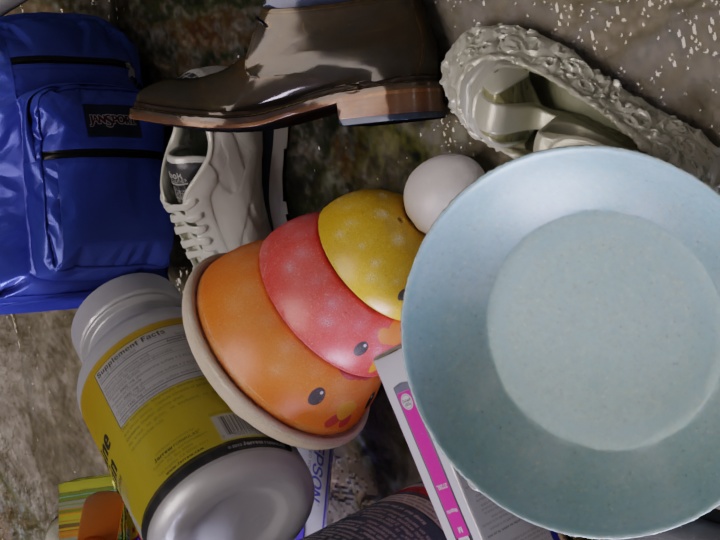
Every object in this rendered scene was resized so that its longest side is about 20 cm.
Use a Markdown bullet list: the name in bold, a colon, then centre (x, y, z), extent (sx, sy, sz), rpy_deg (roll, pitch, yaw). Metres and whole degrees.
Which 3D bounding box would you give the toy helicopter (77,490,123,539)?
- **toy helicopter**: centre (-0.144, 0.222, 1.061), extent (0.200, 0.078, 0.133), rpy_deg (-144, 40, -64)

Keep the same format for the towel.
- **towel**: centre (-0.187, 0.246, 1.220), extent (0.086, 0.018, 0.201), rpy_deg (-15, 75, 51)

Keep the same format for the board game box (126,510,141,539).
- **board game box**: centre (-0.138, 0.222, 1.214), extent (0.199, 0.045, 0.135), rpy_deg (-4, 82, 47)

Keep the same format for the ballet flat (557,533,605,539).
- **ballet flat**: centre (0.109, 0.069, 0.973), extent (0.068, 0.067, 0.201), rpy_deg (-28, 83, 49)

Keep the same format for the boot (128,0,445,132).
- **boot**: centre (-0.046, -0.133, 1.037), extent (0.199, 0.075, 0.098), rpy_deg (-1, 94, 16)

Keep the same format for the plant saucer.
- **plant saucer**: centre (0.120, 0.034, 0.871), extent (0.200, 0.039, 0.202), rpy_deg (5, 104, 19)

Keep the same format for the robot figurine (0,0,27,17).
- **robot figurine**: centre (-0.266, -0.253, 1.161), extent (0.170, 0.199, 0.113), rpy_deg (61, -177, -27)

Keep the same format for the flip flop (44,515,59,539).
- **flip flop**: centre (-0.199, 0.244, 1.347), extent (0.200, 0.058, 0.081), rpy_deg (16, 140, 51)

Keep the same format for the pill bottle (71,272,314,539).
- **pill bottle**: centre (-0.117, 0.095, 1.113), extent (0.200, 0.111, 0.112), rpy_deg (55, 138, 41)

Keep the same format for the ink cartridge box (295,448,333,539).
- **ink cartridge box**: centre (-0.081, 0.156, 1.224), extent (0.200, 0.043, 0.199), rpy_deg (30, 125, 38)

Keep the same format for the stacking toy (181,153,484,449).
- **stacking toy**: centre (0.000, 0.000, 1.039), extent (0.200, 0.146, 0.147), rpy_deg (-43, 72, 30)

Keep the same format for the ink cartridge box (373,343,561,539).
- **ink cartridge box**: centre (0.086, 0.124, 0.997), extent (0.037, 0.094, 0.201), rpy_deg (-30, 82, 48)

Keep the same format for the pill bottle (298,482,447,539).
- **pill bottle**: centre (-0.009, 0.216, 1.052), extent (0.119, 0.199, 0.120), rpy_deg (18, 117, 42)

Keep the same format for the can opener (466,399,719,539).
- **can opener**: centre (0.152, 0.118, 0.906), extent (0.199, 0.053, 0.067), rpy_deg (15, 101, 13)

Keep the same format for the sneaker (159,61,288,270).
- **sneaker**: centre (-0.095, -0.037, 1.143), extent (0.076, 0.080, 0.201), rpy_deg (12, 114, 42)

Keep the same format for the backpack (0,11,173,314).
- **backpack**: centre (-0.210, -0.080, 1.196), extent (0.167, 0.162, 0.201), rpy_deg (-14, 81, 43)

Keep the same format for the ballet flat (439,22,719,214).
- **ballet flat**: centre (0.105, -0.081, 0.926), extent (0.200, 0.072, 0.072), rpy_deg (30, 124, 37)
